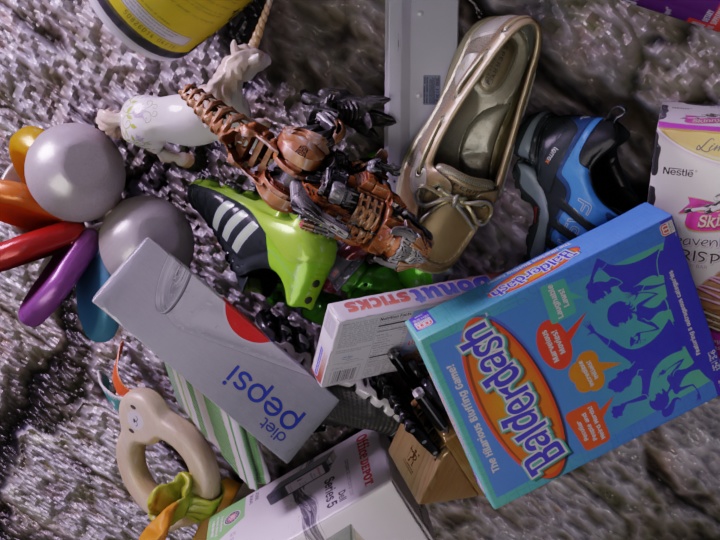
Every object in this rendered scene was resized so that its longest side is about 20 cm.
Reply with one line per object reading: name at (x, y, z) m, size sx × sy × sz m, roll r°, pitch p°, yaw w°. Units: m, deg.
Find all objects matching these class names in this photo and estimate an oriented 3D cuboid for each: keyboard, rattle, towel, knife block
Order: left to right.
rattle at (-0.239, 0.186, 0.975) m, size 0.130 × 0.143 × 0.200 m, roll -23°, pitch 97°, yaw 51°
towel at (-0.148, 0.102, 0.923) m, size 0.200 × 0.023 × 0.153 m, roll 30°, pitch 138°, yaw 55°
keyboard at (0.047, -0.138, 0.749) m, size 0.056 × 0.011 × 0.201 m, roll -2°, pitch 102°, yaw -10°
knife block at (0.103, 0.109, 0.813) m, size 0.199 × 0.064 × 0.176 m, roll 2°, pitch 127°, yaw -32°

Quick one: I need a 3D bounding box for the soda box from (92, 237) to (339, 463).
soda box at (-0.114, 0.062, 0.781) m, size 0.200 × 0.063 × 0.068 m, roll 42°, pitch 83°, yaw -8°

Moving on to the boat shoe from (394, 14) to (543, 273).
boat shoe at (0.081, -0.091, 0.726) m, size 0.073 × 0.063 × 0.201 m, roll 21°, pitch 97°, yaw -15°

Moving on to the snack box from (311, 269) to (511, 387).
snack box at (0.058, 0.044, 0.792) m, size 0.024 × 0.199 × 0.072 m, roll 53°, pitch 141°, yaw 39°

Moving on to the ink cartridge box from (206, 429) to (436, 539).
ink cartridge box at (-0.041, 0.246, 0.918) m, size 0.200 × 0.146 × 0.084 m, roll -31°, pitch 103°, yaw 2°

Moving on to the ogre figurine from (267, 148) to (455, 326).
ogre figurine at (0.000, 0.000, 0.837) m, size 0.120 × 0.098 × 0.200 m, roll 46°, pitch 113°, yaw 5°

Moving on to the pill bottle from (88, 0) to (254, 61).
pill bottle at (-0.106, -0.251, 0.722) m, size 0.200 × 0.112 × 0.112 m, roll -29°, pitch 105°, yaw 31°

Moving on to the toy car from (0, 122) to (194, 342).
toy car at (-0.255, -0.021, 0.857) m, size 0.200 × 0.150 × 0.175 m, roll 47°, pitch 152°, yaw -16°

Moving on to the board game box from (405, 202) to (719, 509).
board game box at (0.153, 0.063, 0.716) m, size 0.200 × 0.045 × 0.152 m, roll -27°, pitch 110°, yaw -2°

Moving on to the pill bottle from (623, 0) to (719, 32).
pill bottle at (0.176, -0.232, 0.628) m, size 0.199 × 0.113 × 0.113 m, roll 21°, pitch 123°, yaw 9°

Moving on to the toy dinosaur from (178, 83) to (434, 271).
toy dinosaur at (-0.032, -0.077, 0.696) m, size 0.102 × 0.136 × 0.200 m, roll -35°, pitch 101°, yaw 25°

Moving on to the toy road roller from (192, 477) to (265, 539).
toy road roller at (-0.123, 0.328, 1.073) m, size 0.123 × 0.146 × 0.201 m, roll 24°, pitch 87°, yaw 6°

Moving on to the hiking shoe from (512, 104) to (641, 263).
hiking shoe at (0.176, -0.026, 0.758) m, size 0.087 × 0.074 × 0.201 m, roll 5°, pitch 122°, yaw 40°

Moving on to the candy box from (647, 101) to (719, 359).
candy box at (0.283, -0.020, 0.740) m, size 0.136 × 0.061 × 0.201 m, roll 7°, pitch 120°, yaw 17°

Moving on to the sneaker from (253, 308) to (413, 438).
sneaker at (-0.033, 0.118, 0.907) m, size 0.200 × 0.067 × 0.091 m, roll 32°, pitch 105°, yaw -20°

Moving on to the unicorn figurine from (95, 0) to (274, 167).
unicorn figurine at (-0.124, -0.127, 0.790) m, size 0.199 × 0.137 × 0.074 m, roll -18°, pitch 74°, yaw 15°

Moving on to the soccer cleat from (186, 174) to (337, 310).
soccer cleat at (-0.095, -0.027, 0.822) m, size 0.200 × 0.067 × 0.081 m, roll 27°, pitch 101°, yaw 48°
